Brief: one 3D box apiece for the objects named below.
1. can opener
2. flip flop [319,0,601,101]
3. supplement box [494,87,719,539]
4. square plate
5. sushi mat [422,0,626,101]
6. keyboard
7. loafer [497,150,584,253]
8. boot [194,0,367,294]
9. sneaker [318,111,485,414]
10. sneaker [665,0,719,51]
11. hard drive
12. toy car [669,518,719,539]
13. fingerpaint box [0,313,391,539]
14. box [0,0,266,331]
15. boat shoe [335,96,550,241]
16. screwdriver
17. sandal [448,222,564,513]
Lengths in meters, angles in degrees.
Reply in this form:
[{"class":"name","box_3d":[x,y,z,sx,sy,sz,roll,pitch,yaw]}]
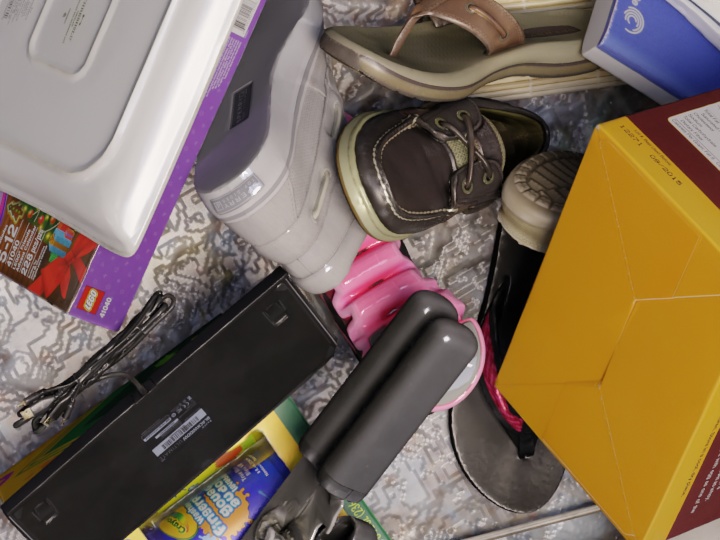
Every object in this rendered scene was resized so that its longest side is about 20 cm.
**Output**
[{"class":"can opener","box_3d":[0.003,0.104,1.465,0.067,0.053,0.200,25,110,-37]},{"class":"flip flop","box_3d":[0.063,-0.136,1.489,0.200,0.081,0.058,-9,120,-33]},{"class":"supplement box","box_3d":[0.210,0.013,1.442,0.200,0.133,0.198,-18,142,-34]},{"class":"square plate","box_3d":[-0.144,-0.128,1.433,0.028,0.198,0.200,22,92,-44]},{"class":"sushi mat","box_3d":[0.134,-0.153,1.574,0.199,0.012,0.096,-8,99,-11]},{"class":"keyboard","box_3d":[-0.113,0.069,1.449,0.200,0.021,0.127,-41,135,-5]},{"class":"loafer","box_3d":[0.145,-0.021,1.524,0.200,0.076,0.068,0,123,-49]},{"class":"boot","box_3d":[-0.035,-0.070,1.478,0.073,0.200,0.096,-27,121,28]},{"class":"sneaker","box_3d":[0.000,0.000,1.535,0.079,0.095,0.200,-25,76,-8]},{"class":"sneaker","box_3d":[0.214,-0.166,1.494,0.200,0.071,0.073,27,62,-22]},{"class":"hard drive","box_3d":[0.227,-0.131,1.550,0.200,0.025,0.132,30,61,-20]},{"class":"toy car","box_3d":[0.184,0.241,1.542,0.200,0.150,0.175,-31,106,31]},{"class":"fingerpaint box","box_3d":[-0.083,0.155,1.535,0.167,0.073,0.200,-35,102,-6]},{"class":"box","box_3d":[-0.139,-0.081,1.463,0.039,0.137,0.200,23,92,-40]},{"class":"boat shoe","box_3d":[0.047,-0.065,1.475,0.065,0.200,0.073,-19,95,25]},{"class":"screwdriver","box_3d":[0.129,0.141,1.598,0.199,0.028,0.029,-9,127,-14]},{"class":"sandal","box_3d":[0.098,0.044,1.574,0.075,0.045,0.201,7,95,-12]}]
